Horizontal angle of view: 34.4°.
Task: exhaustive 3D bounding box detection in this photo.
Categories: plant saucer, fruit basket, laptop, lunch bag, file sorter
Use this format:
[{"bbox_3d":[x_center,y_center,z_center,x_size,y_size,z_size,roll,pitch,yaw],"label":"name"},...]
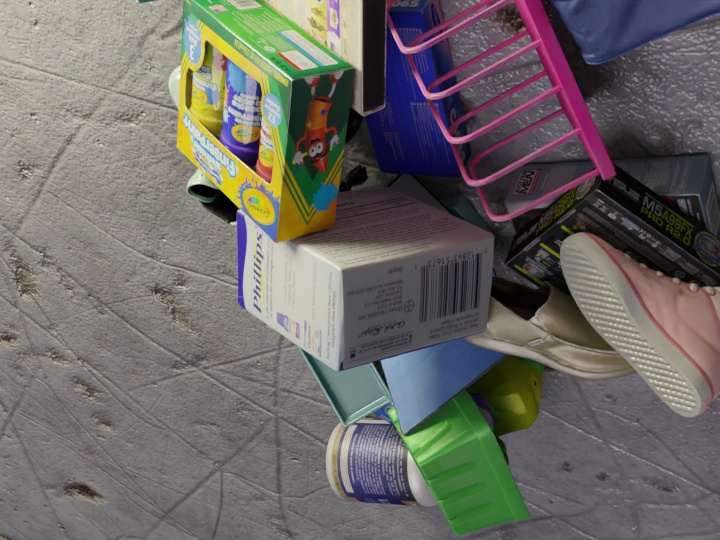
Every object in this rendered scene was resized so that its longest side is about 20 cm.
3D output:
[{"bbox_3d":[0.058,-0.033,1.348,0.199,0.019,0.070,-18,122,43],"label":"plant saucer"},{"bbox_3d":[0.151,0.180,1.357,0.213,0.156,0.218,-14,131,-17],"label":"fruit basket"},{"bbox_3d":[0.049,0.036,1.276,0.200,0.116,0.187,43,118,-10],"label":"laptop"},{"bbox_3d":[0.227,-0.271,0.897,0.199,0.137,0.133,-20,122,41],"label":"lunch bag"},{"bbox_3d":[0.120,-0.166,1.035,0.124,0.140,0.201,-27,122,9],"label":"file sorter"},{"bbox_3d":[-0.039,0.083,1.380,0.069,0.019,0.202,-29,97,7],"label":"plant saucer"}]

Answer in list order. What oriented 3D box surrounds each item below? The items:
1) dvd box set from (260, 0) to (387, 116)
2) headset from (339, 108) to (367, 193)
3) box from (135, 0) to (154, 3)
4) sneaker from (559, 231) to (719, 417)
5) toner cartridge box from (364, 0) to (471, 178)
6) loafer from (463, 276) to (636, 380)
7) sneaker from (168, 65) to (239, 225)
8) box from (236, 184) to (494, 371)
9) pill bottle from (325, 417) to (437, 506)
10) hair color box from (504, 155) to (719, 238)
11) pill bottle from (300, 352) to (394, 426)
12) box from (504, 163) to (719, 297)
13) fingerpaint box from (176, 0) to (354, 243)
[{"bbox_3d":[-0.044,-0.249,1.067,0.200,0.029,0.148,40,142,41],"label":"dvd box set"},{"bbox_3d":[-0.040,-0.170,1.228,0.122,0.094,0.202,8,122,39],"label":"headset"},{"bbox_3d":[-0.166,-0.341,1.095,0.199,0.049,0.083,-32,84,47],"label":"box"},{"bbox_3d":[0.280,0.031,1.090,0.201,0.104,0.076,51,156,14],"label":"sneaker"},{"bbox_3d":[0.047,-0.186,1.168,0.094,0.043,0.201,6,136,24],"label":"toner cartridge box"},{"bbox_3d":[0.194,0.053,1.151,0.197,0.076,0.069,9,126,14],"label":"loafer"},{"bbox_3d":[-0.160,-0.137,1.252,0.201,0.118,0.074,48,129,7],"label":"sneaker"},{"bbox_3d":[0.000,0.000,1.153,0.199,0.182,0.106,29,124,50],"label":"box"},{"bbox_3d":[0.061,0.261,1.585,0.198,0.116,0.116,-3,132,33],"label":"pill bottle"},{"bbox_3d":[0.256,-0.056,1.172,0.198,0.061,0.100,0,135,31],"label":"hair color box"},{"bbox_3d":[0.029,0.121,1.457,0.199,0.113,0.112,32,141,-4],"label":"pill bottle"},{"bbox_3d":[0.266,-0.003,1.142,0.199,0.045,0.160,33,144,-9],"label":"box"},{"bbox_3d":[-0.098,-0.151,1.102,0.200,0.073,0.169,43,137,39],"label":"fingerpaint box"}]
